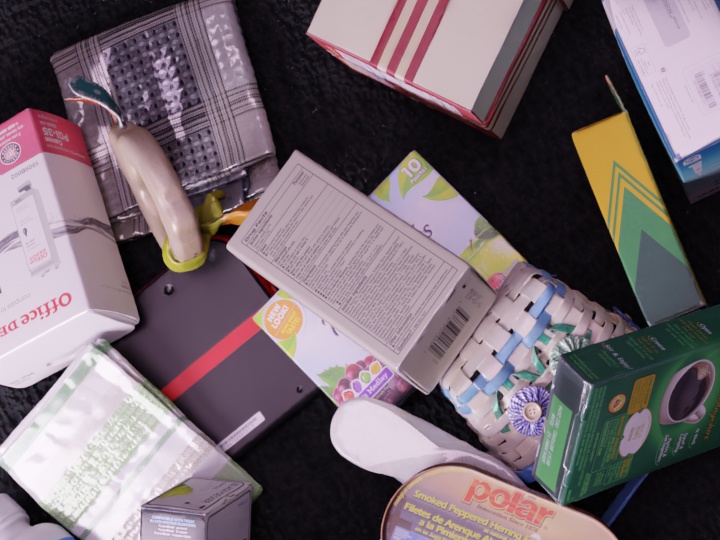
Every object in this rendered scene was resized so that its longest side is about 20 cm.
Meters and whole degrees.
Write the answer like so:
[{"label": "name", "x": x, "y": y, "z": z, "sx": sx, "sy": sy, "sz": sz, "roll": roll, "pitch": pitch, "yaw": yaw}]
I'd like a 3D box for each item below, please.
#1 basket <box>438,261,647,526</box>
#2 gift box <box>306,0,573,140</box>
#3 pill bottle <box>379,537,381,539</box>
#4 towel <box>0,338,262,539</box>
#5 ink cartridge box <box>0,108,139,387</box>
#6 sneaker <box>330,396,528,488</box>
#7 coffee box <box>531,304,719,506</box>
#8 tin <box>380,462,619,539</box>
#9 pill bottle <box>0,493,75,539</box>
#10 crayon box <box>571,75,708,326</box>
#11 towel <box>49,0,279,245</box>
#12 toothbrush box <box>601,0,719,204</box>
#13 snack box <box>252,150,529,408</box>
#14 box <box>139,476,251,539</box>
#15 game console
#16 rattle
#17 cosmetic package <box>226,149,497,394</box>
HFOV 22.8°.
[{"label": "basket", "x": 0.168, "y": 0.107, "z": 1.455, "sx": 0.199, "sy": 0.139, "sz": 0.177, "roll": 38, "pitch": 92, "yaw": -20}, {"label": "gift box", "x": 0.065, "y": -0.242, "z": 1.492, "sx": 0.199, "sy": 0.184, "sz": 0.188, "roll": 28, "pitch": 92, "yaw": 9}, {"label": "pill bottle", "x": 0.098, "y": 0.285, "z": 1.455, "sx": 0.111, "sy": 0.111, "sz": 0.200, "roll": -44, "pitch": 75, "yaw": 5}, {"label": "towel", "x": -0.202, "y": 0.176, "z": 1.561, "sx": 0.200, "sy": 0.031, "sz": 0.149, "roll": 42, "pitch": 101, "yaw": -2}, {"label": "ink cartridge box", "x": -0.297, "y": -0.018, "z": 1.584, "sx": 0.146, "sy": 0.083, "sz": 0.202, "roll": -27, "pitch": 70, "yaw": 19}, {"label": "sneaker", "x": 0.071, "y": 0.163, "z": 1.446, "sx": 0.199, "sy": 0.088, "sz": 0.076, "roll": 36, "pitch": 96, "yaw": 9}, {"label": "coffee box", "x": 0.228, "y": 0.098, "z": 1.377, "sx": 0.044, "sy": 0.198, "sz": 0.124, "roll": 45, "pitch": 139, "yaw": 40}, {"label": "tin", "x": 0.113, "y": 0.219, "z": 1.379, "sx": 0.198, "sy": 0.042, "sz": 0.113, "roll": 22, "pitch": 98, "yaw": 5}, {"label": "pill bottle", "x": -0.269, "y": 0.291, "z": 1.546, "sx": 0.200, "sy": 0.112, "sz": 0.112, "roll": 42, "pitch": 94, "yaw": 16}, {"label": "crayon box", "x": 0.225, "y": -0.048, "z": 1.457, "sx": 0.050, "sy": 0.127, "sz": 0.202, "roll": -22, "pitch": 77, "yaw": 10}, {"label": "towel", "x": -0.178, "y": -0.136, "z": 1.616, "sx": 0.191, "sy": 0.035, "sz": 0.202, "roll": -18, "pitch": 80, "yaw": 11}, {"label": "toothbrush box", "x": 0.264, "y": -0.149, "z": 1.422, "sx": 0.085, "sy": 0.200, "sz": 0.148, "roll": -25, "pitch": 77, "yaw": 9}, {"label": "snack box", "x": 0.027, "y": 0.020, "z": 1.525, "sx": 0.142, "sy": 0.053, "sz": 0.200, "roll": 44, "pitch": 91, "yaw": 10}, {"label": "box", "x": -0.139, "y": 0.283, "z": 1.493, "sx": 0.059, "sy": 0.117, "sz": 0.202, "roll": 5, "pitch": 98, "yaw": 15}, {"label": "game console", "x": -0.146, "y": 0.086, "z": 1.587, "sx": 0.199, "sy": 0.031, "sz": 0.177, "roll": -39, "pitch": 82, "yaw": 7}, {"label": "rattle", "x": -0.154, "y": -0.110, "z": 1.554, "sx": 0.142, "sy": 0.130, "sz": 0.201, "roll": -33, "pitch": 60, "yaw": 2}, {"label": "cosmetic package", "x": 0.000, "y": 0.000, "z": 1.445, "sx": 0.199, "sy": 0.073, "sz": 0.104, "roll": 36, "pitch": 87, "yaw": 32}]
